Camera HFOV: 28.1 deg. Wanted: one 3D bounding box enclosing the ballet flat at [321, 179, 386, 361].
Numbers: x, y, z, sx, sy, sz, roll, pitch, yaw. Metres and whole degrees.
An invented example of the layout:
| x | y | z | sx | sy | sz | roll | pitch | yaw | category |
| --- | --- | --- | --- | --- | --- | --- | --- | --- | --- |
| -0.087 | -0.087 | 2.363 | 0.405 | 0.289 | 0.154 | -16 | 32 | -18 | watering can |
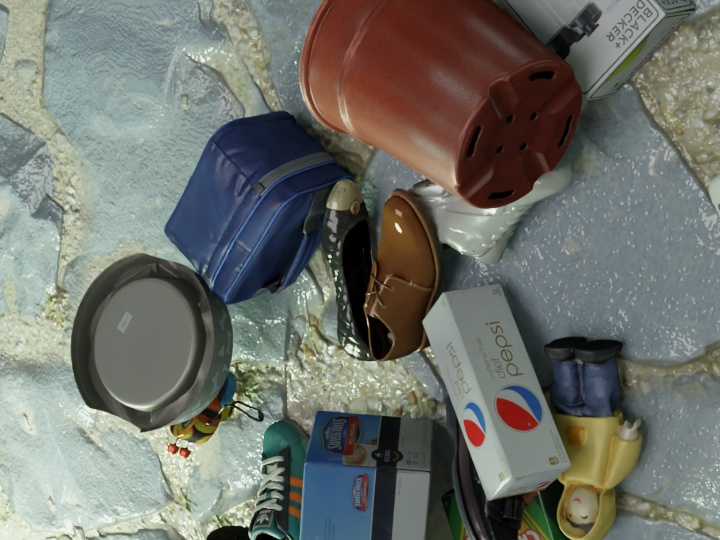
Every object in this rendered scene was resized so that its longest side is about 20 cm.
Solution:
| x | y | z | sx | sy | sz | roll | pitch | yaw | category |
| --- | --- | --- | --- | --- | --- | --- | --- | --- | --- |
| 0.000 | 0.000 | 1.518 | 0.057 | 0.066 | 0.201 | 12 | 117 | 44 | ballet flat |

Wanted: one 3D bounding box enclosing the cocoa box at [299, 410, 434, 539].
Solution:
| x | y | z | sx | sy | sz | roll | pitch | yaw | category |
| --- | --- | --- | --- | --- | --- | --- | --- | --- | --- |
| 0.004 | 0.266 | 1.514 | 0.131 | 0.133 | 0.201 | 5 | 109 | 3 | cocoa box |

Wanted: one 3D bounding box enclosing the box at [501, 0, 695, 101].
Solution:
| x | y | z | sx | sy | sz | roll | pitch | yaw | category |
| --- | --- | --- | --- | --- | --- | --- | --- | --- | --- |
| 0.191 | -0.266 | 1.297 | 0.200 | 0.060 | 0.117 | 54 | 128 | 14 | box |

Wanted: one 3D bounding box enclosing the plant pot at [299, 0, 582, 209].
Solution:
| x | y | z | sx | sy | sz | roll | pitch | yaw | category |
| --- | --- | --- | --- | --- | --- | --- | --- | --- | --- |
| 0.082 | -0.166 | 1.297 | 0.195 | 0.200 | 0.201 | 42 | 125 | 36 | plant pot |

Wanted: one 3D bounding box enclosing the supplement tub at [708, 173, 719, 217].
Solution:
| x | y | z | sx | sy | sz | roll | pitch | yaw | category |
| --- | --- | --- | --- | --- | --- | --- | --- | --- | --- |
| 0.385 | -0.012 | 1.157 | 0.144 | 0.144 | 0.201 | -28 | 85 | 40 | supplement tub |

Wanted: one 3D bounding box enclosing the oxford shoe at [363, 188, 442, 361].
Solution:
| x | y | z | sx | sy | sz | roll | pitch | yaw | category |
| --- | --- | --- | --- | --- | --- | --- | --- | --- | --- |
| 0.036 | 0.012 | 1.452 | 0.071 | 0.071 | 0.201 | 33 | 138 | 41 | oxford shoe |

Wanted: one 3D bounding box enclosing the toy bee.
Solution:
| x | y | z | sx | sy | sz | roll | pitch | yaw | category |
| --- | --- | --- | --- | --- | --- | --- | --- | --- | --- |
| -0.199 | 0.154 | 1.660 | 0.131 | 0.200 | 0.109 | 31 | 99 | -17 | toy bee |

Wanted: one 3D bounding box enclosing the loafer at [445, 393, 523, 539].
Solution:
| x | y | z | sx | sy | sz | roll | pitch | yaw | category |
| --- | --- | --- | --- | --- | --- | --- | --- | --- | --- |
| 0.130 | 0.192 | 1.420 | 0.063 | 0.072 | 0.201 | -30 | 47 | 26 | loafer |

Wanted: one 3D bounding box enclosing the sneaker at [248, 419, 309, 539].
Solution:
| x | y | z | sx | sy | sz | roll | pitch | yaw | category |
| --- | --- | --- | --- | --- | --- | --- | --- | --- | --- |
| -0.087 | 0.269 | 1.634 | 0.071 | 0.080 | 0.201 | -23 | 72 | 40 | sneaker |

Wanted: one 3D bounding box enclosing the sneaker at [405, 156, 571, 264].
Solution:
| x | y | z | sx | sy | sz | roll | pitch | yaw | category |
| --- | --- | --- | --- | --- | --- | --- | --- | --- | --- |
| 0.133 | -0.059 | 1.400 | 0.200 | 0.078 | 0.100 | -13 | 101 | 49 | sneaker |

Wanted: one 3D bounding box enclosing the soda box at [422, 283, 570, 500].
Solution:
| x | y | z | sx | sy | sz | roll | pitch | yaw | category |
| --- | --- | --- | --- | --- | --- | --- | --- | --- | --- |
| 0.130 | 0.117 | 1.399 | 0.064 | 0.068 | 0.201 | 121 | 135 | -54 | soda box |

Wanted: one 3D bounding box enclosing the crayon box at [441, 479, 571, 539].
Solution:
| x | y | z | sx | sy | sz | roll | pitch | yaw | category |
| --- | --- | --- | --- | --- | --- | --- | --- | --- | --- |
| 0.171 | 0.311 | 1.476 | 0.127 | 0.051 | 0.201 | -17 | 92 | 40 | crayon box |

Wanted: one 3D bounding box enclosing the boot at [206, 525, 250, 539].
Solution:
| x | y | z | sx | sy | sz | roll | pitch | yaw | category |
| --- | --- | --- | --- | --- | --- | --- | --- | --- | --- |
| -0.112 | 0.415 | 1.710 | 0.211 | 0.079 | 0.158 | 29 | 119 | 29 | boot |

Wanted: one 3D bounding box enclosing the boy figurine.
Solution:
| x | y | z | sx | sy | sz | roll | pitch | yaw | category |
| --- | --- | --- | --- | --- | --- | --- | --- | --- | --- |
| 0.213 | 0.165 | 1.395 | 0.124 | 0.064 | 0.201 | 6 | 102 | 36 | boy figurine |

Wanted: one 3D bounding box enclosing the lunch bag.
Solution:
| x | y | z | sx | sy | sz | roll | pitch | yaw | category |
| --- | --- | --- | --- | --- | --- | --- | --- | --- | --- |
| -0.107 | -0.055 | 1.542 | 0.132 | 0.136 | 0.200 | 47 | 129 | 20 | lunch bag |

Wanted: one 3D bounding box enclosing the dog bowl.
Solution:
| x | y | z | sx | sy | sz | roll | pitch | yaw | category |
| --- | --- | --- | --- | --- | --- | --- | --- | --- | --- |
| -0.227 | 0.081 | 1.594 | 0.199 | 0.059 | 0.201 | -5 | 79 | 29 | dog bowl |
